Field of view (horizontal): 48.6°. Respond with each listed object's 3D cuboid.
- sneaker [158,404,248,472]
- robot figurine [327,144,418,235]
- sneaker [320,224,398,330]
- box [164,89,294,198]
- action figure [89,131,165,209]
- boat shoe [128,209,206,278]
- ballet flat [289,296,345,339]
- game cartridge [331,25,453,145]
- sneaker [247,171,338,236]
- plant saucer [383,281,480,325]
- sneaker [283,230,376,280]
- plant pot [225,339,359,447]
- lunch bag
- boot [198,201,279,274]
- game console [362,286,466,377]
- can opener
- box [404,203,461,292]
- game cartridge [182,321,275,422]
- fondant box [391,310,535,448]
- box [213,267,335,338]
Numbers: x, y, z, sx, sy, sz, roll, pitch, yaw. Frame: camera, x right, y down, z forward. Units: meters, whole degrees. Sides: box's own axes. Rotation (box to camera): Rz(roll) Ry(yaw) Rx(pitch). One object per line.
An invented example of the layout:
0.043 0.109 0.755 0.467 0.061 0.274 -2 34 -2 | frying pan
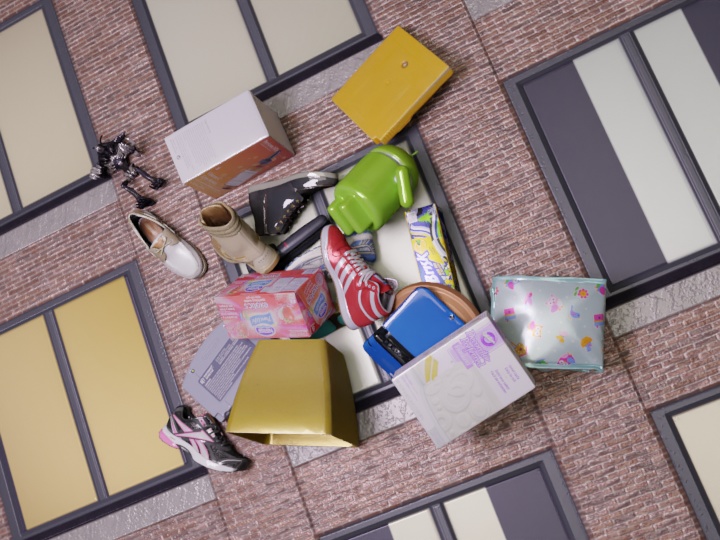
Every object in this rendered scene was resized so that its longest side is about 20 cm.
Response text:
-0.308 0.331 1.584 0.199 0.080 0.087 23 89 15 | sneaker
0.030 -0.156 1.505 0.200 0.175 0.116 -48 111 -24 | robot figurine
0.000 0.000 1.462 0.112 0.071 0.202 -20 86 37 | sneaker
-0.259 -0.247 1.595 0.199 0.152 0.107 -27 77 11 | box
-0.509 -0.225 1.688 0.200 0.102 0.119 39 88 14 | action figure
-0.408 -0.052 1.658 0.200 0.068 0.075 37 94 16 | boat shoe
-0.052 0.084 1.559 0.198 0.069 0.063 -18 52 10 | ballet flat
0.059 -0.359 1.557 0.200 0.032 0.176 -46 54 8 | game cartridge
-0.128 -0.132 1.595 0.198 0.075 0.107 -11 85 24 | sneaker
0.133 0.118 1.458 0.199 0.032 0.202 13 120 24 | plant saucer
-0.059 -0.010 1.553 0.199 0.077 0.086 -26 87 7 | sneaker
-0.115 0.229 1.492 0.198 0.200 0.178 -1 72 15 | plant pot
0.328 0.094 1.416 0.198 0.122 0.172 2 85 10 | lunch bag
-0.261 -0.074 1.548 0.199 0.155 0.073 26 74 47 | boot
0.124 0.151 1.449 0.200 0.171 0.118 44 69 2 | game console
-0.144 -0.044 1.588 0.199 0.063 0.079 -36 76 9 | can opener
0.140 -0.019 1.504 0.064 0.070 0.202 -14 81 15 | box
-0.266 0.187 1.611 0.133 0.041 0.201 38 94 12 | game cartridge
0.174 0.186 1.357 0.199 0.058 0.145 -35 90 11 | fondant box
-0.162 0.064 1.505 0.199 0.103 0.095 -5 114 32 | box
